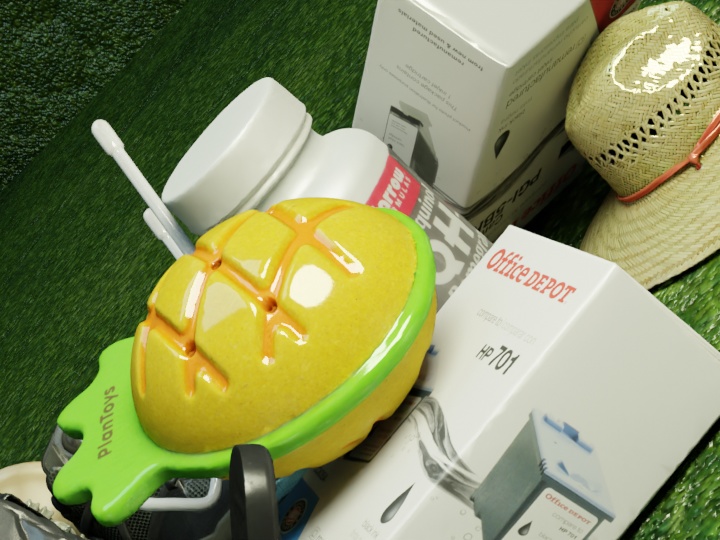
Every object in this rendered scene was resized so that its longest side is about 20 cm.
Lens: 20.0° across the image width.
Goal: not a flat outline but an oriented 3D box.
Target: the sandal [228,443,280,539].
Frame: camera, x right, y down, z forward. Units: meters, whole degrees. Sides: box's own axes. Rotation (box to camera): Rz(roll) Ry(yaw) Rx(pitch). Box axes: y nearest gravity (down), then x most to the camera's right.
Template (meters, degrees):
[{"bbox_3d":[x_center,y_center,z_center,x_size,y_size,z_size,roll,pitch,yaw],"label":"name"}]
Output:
[{"bbox_3d":[-0.050,0.170,0.820,0.045,0.202,0.075,-7,5,-12],"label":"sandal"}]

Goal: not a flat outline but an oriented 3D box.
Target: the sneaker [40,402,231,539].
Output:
[{"bbox_3d":[-0.128,0.125,1.251,0.199,0.114,0.076,-26,28,51],"label":"sneaker"}]

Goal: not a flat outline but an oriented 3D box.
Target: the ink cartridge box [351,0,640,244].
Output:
[{"bbox_3d":[0.070,-0.098,1.081,0.147,0.083,0.201,-42,-20,-32],"label":"ink cartridge box"}]

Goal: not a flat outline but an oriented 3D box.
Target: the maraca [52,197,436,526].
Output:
[{"bbox_3d":[-0.053,0.040,0.892,0.199,0.107,0.137,-29,32,16],"label":"maraca"}]

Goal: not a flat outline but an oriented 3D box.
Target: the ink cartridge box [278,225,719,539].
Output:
[{"bbox_3d":[0.052,0.088,0.881,0.200,0.086,0.146,-51,15,-3],"label":"ink cartridge box"}]

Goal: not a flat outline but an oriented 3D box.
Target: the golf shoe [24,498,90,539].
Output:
[{"bbox_3d":[-0.161,0.179,1.081,0.097,0.199,0.079,-45,33,51],"label":"golf shoe"}]

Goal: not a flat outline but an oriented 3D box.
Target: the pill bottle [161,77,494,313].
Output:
[{"bbox_3d":[0.000,0.000,1.018,0.111,0.200,0.111,-44,17,17],"label":"pill bottle"}]

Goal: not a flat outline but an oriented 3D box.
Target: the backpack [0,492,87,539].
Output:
[{"bbox_3d":[-0.132,0.202,0.932,0.127,0.166,0.201,-52,-25,-29],"label":"backpack"}]

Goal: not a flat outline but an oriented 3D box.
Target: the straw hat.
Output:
[{"bbox_3d":[0.150,-0.083,1.016,0.201,0.085,0.201,-45,15,15],"label":"straw hat"}]

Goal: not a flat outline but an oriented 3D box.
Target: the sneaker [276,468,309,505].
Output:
[{"bbox_3d":[-0.027,0.100,1.070,0.078,0.086,0.200,-49,15,1],"label":"sneaker"}]

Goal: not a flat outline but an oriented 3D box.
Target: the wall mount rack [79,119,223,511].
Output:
[{"bbox_3d":[-0.101,0.026,1.064,0.200,0.074,0.175,72,-159,-67],"label":"wall mount rack"}]

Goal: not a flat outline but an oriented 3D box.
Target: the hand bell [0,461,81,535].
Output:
[{"bbox_3d":[-0.219,0.233,1.332,0.104,0.104,0.201,-40,29,30],"label":"hand bell"}]
